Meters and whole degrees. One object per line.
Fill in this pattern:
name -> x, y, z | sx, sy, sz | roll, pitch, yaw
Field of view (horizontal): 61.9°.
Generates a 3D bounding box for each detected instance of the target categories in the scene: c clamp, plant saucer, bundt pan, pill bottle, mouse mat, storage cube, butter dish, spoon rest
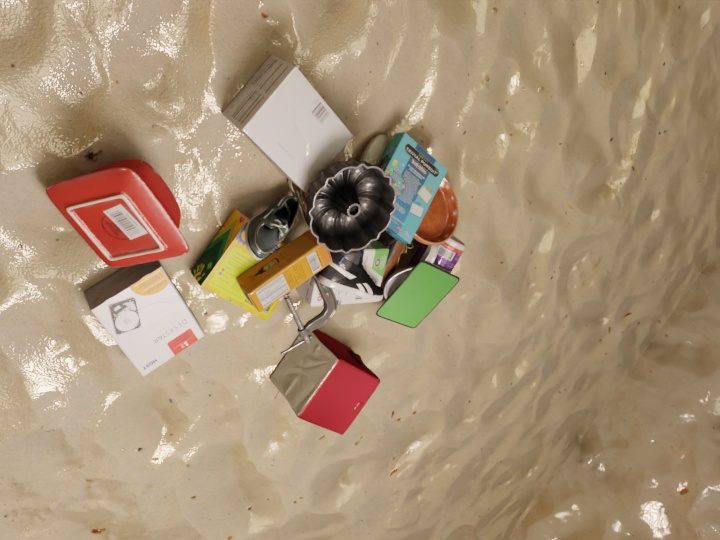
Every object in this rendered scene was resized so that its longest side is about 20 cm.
c clamp -> -0.131, 0.085, 1.372 | 0.169, 0.027, 0.203 | -26, 126, -17
plant saucer -> 0.164, -0.162, 1.497 | 0.197, 0.032, 0.205 | 9, 73, -33
bundt pan -> -0.027, -0.142, 1.244 | 0.198, 0.076, 0.205 | -15, 129, -19
pill bottle -> 0.188, -0.008, 1.611 | 0.110, 0.111, 0.202 | 18, 107, -42
mouse mat -> 0.150, 0.068, 1.566 | 0.159, 0.008, 0.200 | 22, 120, -38
storage cube -> -0.092, 0.280, 1.527 | 0.201, 0.171, 0.179 | -53, 133, 2
butter dish -> -0.410, -0.124, 1.076 | 0.196, 0.150, 0.202 | -8, 134, 20
spoon rest -> 0.132, 0.002, 1.531 | 0.099, 0.061, 0.202 | 26, 103, -39

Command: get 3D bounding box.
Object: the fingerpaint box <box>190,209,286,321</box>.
fingerpaint box -> -0.239, -0.008, 1.312 | 0.168, 0.073, 0.199 | -53, 134, 2

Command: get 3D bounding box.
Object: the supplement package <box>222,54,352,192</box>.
supplement package -> -0.142, -0.290, 1.194 | 0.156, 0.111, 0.200 | -49, 135, -1

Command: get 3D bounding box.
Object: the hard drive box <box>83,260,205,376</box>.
hard drive box -> -0.433, 0.089, 1.219 | 0.155, 0.077, 0.202 | -35, 132, -15

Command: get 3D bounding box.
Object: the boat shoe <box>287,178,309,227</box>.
boat shoe -> -0.096, -0.136, 1.341 | 0.075, 0.075, 0.203 | -44, 136, -8

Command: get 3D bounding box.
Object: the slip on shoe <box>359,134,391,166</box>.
slip on shoe -> 0.013, -0.224, 1.393 | 0.073, 0.061, 0.203 | 27, 85, -29

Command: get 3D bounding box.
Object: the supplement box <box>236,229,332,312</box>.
supplement box -> -0.160, -0.001, 1.280 | 0.198, 0.066, 0.070 | -33, 134, -17

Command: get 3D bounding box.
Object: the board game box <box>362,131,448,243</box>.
board game box -> 0.097, -0.188, 1.384 | 0.150, 0.047, 0.203 | 34, 79, -28

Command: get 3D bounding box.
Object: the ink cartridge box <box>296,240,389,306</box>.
ink cartridge box -> -0.043, 0.000, 1.458 | 0.197, 0.084, 0.149 | -2, 116, -36

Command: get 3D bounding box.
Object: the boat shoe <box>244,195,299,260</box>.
boat shoe -> -0.178, -0.096, 1.236 | 0.061, 0.201, 0.073 | -24, 114, 28

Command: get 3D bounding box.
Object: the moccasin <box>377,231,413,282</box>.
moccasin -> 0.087, -0.064, 1.532 | 0.077, 0.073, 0.205 | -4, 115, -51

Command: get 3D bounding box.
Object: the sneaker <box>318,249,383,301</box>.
sneaker -> 0.000, 0.000, 1.384 | 0.198, 0.073, 0.114 | 17, 97, -46
